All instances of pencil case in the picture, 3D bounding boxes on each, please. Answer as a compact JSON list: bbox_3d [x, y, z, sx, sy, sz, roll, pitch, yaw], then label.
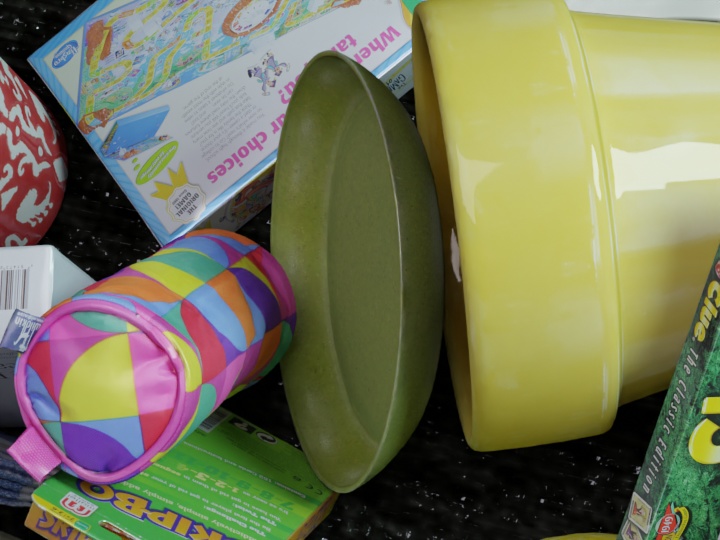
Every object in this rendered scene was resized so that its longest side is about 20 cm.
[{"bbox_3d":[-0.091,0.035,1.257,0.088,0.200,0.089,3,100,15],"label":"pencil case"}]

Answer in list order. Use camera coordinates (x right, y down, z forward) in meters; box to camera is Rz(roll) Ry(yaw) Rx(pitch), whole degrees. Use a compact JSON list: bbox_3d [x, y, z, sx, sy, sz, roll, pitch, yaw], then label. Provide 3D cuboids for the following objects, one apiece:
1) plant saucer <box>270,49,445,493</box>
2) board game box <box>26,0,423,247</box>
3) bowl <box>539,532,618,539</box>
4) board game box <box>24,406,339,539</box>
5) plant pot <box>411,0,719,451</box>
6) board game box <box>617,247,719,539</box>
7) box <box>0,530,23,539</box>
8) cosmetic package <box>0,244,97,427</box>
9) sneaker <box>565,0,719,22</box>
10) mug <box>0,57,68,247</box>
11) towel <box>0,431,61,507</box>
[{"bbox_3d":[0.000,0.000,1.288,0.031,0.200,0.201,-2,70,-17],"label":"plant saucer"},{"bbox_3d":[-0.050,-0.115,1.404,0.200,0.034,0.135,-38,67,3],"label":"board game box"},{"bbox_3d":[0.093,0.205,1.227,0.199,0.108,0.201,-4,73,15],"label":"bowl"},{"bbox_3d":[-0.076,0.104,1.254,0.095,0.200,0.030,28,104,8],"label":"board game box"},{"bbox_3d":[0.127,-0.032,1.251,0.188,0.201,0.202,-8,71,-2],"label":"plant pot"},{"bbox_3d":[0.182,0.040,1.191,0.104,0.201,0.023,-1,35,-23],"label":"board game box"},{"bbox_3d":[-0.191,0.151,1.279,0.068,0.200,0.083,11,77,20],"label":"box"},{"bbox_3d":[-0.211,0.036,1.346,0.199,0.151,0.052,-3,75,17],"label":"cosmetic package"},{"bbox_3d":[0.159,-0.137,1.329,0.199,0.075,0.085,8,65,13],"label":"sneaker"},{"bbox_3d":[-0.243,-0.084,1.364,0.177,0.200,0.134,27,84,23],"label":"mug"},{"bbox_3d":[-0.190,0.083,1.281,0.146,0.200,0.024,19,89,40],"label":"towel"}]
